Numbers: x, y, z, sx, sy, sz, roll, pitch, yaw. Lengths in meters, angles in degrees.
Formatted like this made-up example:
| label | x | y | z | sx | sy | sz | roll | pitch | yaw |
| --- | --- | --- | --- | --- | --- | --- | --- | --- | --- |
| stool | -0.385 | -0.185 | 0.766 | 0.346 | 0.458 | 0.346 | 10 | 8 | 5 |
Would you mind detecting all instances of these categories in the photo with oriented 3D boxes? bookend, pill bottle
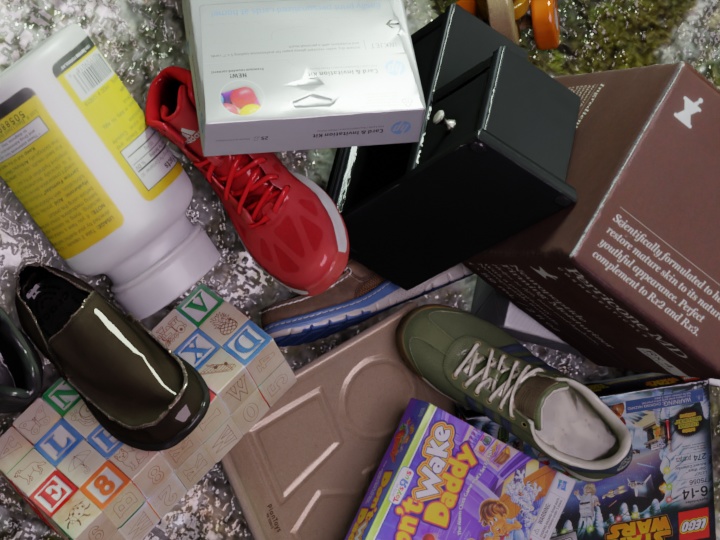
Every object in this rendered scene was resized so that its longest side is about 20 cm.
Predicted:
| label | x | y | z | sx | sy | sz | roll | pitch | yaw |
| --- | --- | --- | --- | --- | --- | --- | --- | --- | --- |
| bookend | 0.077 | -0.117 | 1.544 | 0.092 | 0.199 | 0.200 | 30 | 57 | -25 |
| pill bottle | -0.191 | -0.067 | 1.527 | 0.111 | 0.111 | 0.201 | -38 | 101 | -17 |

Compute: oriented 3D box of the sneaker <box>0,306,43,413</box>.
| label | x | y | z | sx | sy | sz | roll | pitch | yaw |
| --- | --- | --- | --- | --- | --- | --- | --- | --- | --- |
| sneaker | -0.295 | 0.021 | 1.499 | 0.200 | 0.091 | 0.076 | 42 | 78 | -13 |

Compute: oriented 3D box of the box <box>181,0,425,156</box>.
| label | x | y | z | sx | sy | sz | roll | pitch | yaw |
| --- | --- | --- | --- | --- | --- | --- | --- | --- | --- |
| box | -0.046 | -0.175 | 1.498 | 0.154 | 0.041 | 0.201 | -5 | 55 | -10 |

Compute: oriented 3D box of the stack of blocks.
| label | x | y | z | sx | sy | sz | roll | pitch | yaw |
| --- | --- | --- | --- | --- | --- | --- | --- | --- | --- |
| stack of blocks | -0.158 | 0.106 | 1.527 | 0.200 | 0.115 | 0.059 | -45 | 143 | -13 |

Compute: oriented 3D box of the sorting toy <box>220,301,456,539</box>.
| label | x | y | z | sx | sy | sz | roll | pitch | yaw |
| --- | --- | --- | --- | --- | --- | --- | --- | --- | --- |
| sorting toy | -0.008 | 0.146 | 1.616 | 0.199 | 0.036 | 0.186 | -32 | 115 | -22 |

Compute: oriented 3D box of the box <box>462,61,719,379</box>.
| label | x | y | z | sx | sy | sz | roll | pitch | yaw |
| --- | --- | --- | --- | --- | --- | --- | --- | --- | --- |
| box | 0.202 | -0.035 | 1.539 | 0.165 | 0.200 | 0.165 | 36 | 78 | -19 |

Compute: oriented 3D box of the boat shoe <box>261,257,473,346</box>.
| label | x | y | z | sx | sy | sz | roll | pitch | yaw |
| --- | --- | --- | --- | --- | --- | --- | --- | --- | --- |
| boat shoe | 0.000 | 0.000 | 1.622 | 0.199 | 0.072 | 0.073 | -21 | 86 | -32 |

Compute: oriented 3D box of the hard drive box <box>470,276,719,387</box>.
| label | x | y | z | sx | sy | sz | roll | pitch | yaw |
| --- | --- | --- | --- | --- | --- | --- | --- | --- | --- |
| hard drive box | 0.203 | -0.006 | 1.690 | 0.198 | 0.077 | 0.157 | 15 | 85 | -20 |

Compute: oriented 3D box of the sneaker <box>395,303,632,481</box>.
| label | x | y | z | sx | sy | sz | roll | pitch | yaw |
| --- | --- | --- | --- | --- | --- | --- | --- | --- | --- |
| sneaker | 0.120 | 0.087 | 1.561 | 0.199 | 0.090 | 0.067 | 35 | 81 | -4 |

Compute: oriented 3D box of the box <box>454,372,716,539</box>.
| label | x | y | z | sx | sy | sz | roll | pitch | yaw |
| --- | --- | --- | --- | --- | --- | --- | --- | --- | --- |
| box | 0.177 | 0.158 | 1.651 | 0.198 | 0.040 | 0.138 | -9 | 107 | -10 |

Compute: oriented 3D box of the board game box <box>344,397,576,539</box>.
| label | x | y | z | sx | sy | sz | roll | pitch | yaw |
| --- | --- | --- | --- | --- | --- | --- | --- | --- | --- |
| board game box | 0.057 | 0.216 | 1.572 | 0.134 | 0.045 | 0.201 | 27 | 83 | -16 |

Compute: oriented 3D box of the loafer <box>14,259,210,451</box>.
| label | x | y | z | sx | sy | sz | roll | pitch | yaw |
| --- | --- | --- | --- | --- | --- | --- | --- | --- | --- |
| loafer | -0.186 | 0.058 | 1.484 | 0.073 | 0.199 | 0.071 | -50 | 142 | -11 |

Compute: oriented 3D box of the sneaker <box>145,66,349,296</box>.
| label | x | y | z | sx | sy | sz | roll | pitch | yaw |
| --- | --- | --- | --- | --- | --- | --- | --- | --- | --- |
| sneaker | -0.094 | -0.067 | 1.513 | 0.078 | 0.200 | 0.115 | -48 | 148 | 11 |

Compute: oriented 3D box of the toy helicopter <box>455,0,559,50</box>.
| label | x | y | z | sx | sy | sz | roll | pitch | yaw |
| --- | --- | --- | --- | --- | --- | --- | --- | --- | --- |
| toy helicopter | 0.104 | -0.270 | 1.642 | 0.078 | 0.132 | 0.202 | -5 | 71 | 12 |
